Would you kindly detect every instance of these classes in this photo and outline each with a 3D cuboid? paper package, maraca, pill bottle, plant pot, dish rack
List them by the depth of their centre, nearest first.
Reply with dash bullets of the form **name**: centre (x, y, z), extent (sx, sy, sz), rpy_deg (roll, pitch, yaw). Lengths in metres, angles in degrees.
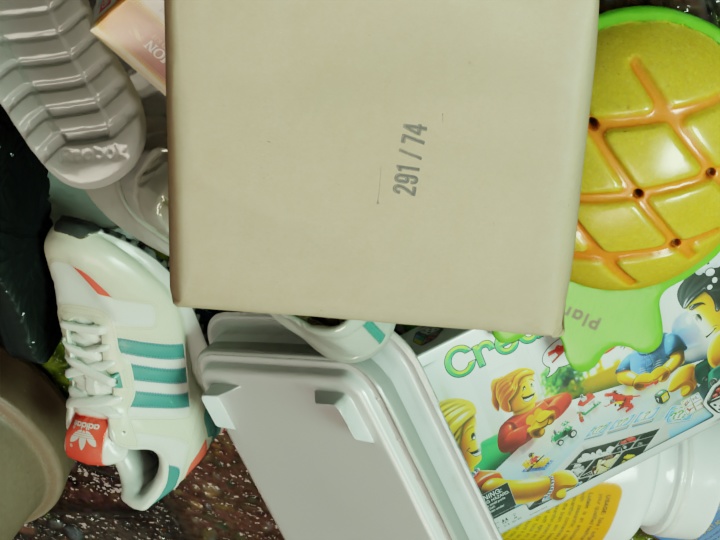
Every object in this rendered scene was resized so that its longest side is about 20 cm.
- **paper package**: centre (0.009, -0.081, 0.970), extent (0.189, 0.104, 0.201), rpy_deg (4, 127, 1)
- **maraca**: centre (0.130, -0.040, 1.099), extent (0.136, 0.107, 0.201), rpy_deg (21, 114, -3)
- **dish rack**: centre (-0.008, 0.117, 1.189), extent (0.171, 0.044, 0.201), rpy_deg (0, 124, 47)
- **pill bottle**: centre (0.110, 0.108, 1.283), extent (0.198, 0.112, 0.111), rpy_deg (9, 143, -14)
- **plant pot**: centre (-0.311, 0.154, 1.457), extent (0.198, 0.176, 0.201), rpy_deg (11, 140, 9)

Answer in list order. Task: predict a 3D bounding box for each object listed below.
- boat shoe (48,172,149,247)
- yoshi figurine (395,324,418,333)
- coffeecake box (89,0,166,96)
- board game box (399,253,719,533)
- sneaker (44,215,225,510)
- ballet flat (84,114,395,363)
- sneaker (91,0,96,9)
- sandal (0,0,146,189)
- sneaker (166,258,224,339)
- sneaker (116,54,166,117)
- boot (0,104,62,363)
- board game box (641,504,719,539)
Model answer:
- **boat shoe**: centre (-0.213, -0.054, 1.256), extent (0.198, 0.075, 0.069), rpy_deg (10, 146, 10)
- **yoshi figurine**: centre (0.003, -0.004, 1.214), extent (0.198, 0.113, 0.113), rpy_deg (18, 135, -5)
- **coffeecake box**: centre (-0.007, -0.144, 1.036), extent (0.199, 0.073, 0.153), rpy_deg (-36, 120, 25)
- **board game box**: centre (0.120, 0.056, 1.187), extent (0.199, 0.035, 0.127), rpy_deg (-26, 117, -6)
- **sneaker**: centre (-0.137, 0.059, 1.224), extent (0.070, 0.094, 0.201), rpy_deg (16, 148, 31)
- **ballet flat**: centre (-0.066, -0.025, 1.096), extent (0.199, 0.069, 0.070), rpy_deg (35, 143, 14)
- **sneaker**: centre (-0.206, -0.154, 1.129), extent (0.198, 0.082, 0.077), rpy_deg (11, 141, 7)
- **sandal**: centre (-0.168, -0.135, 1.077), extent (0.082, 0.050, 0.204), rpy_deg (-20, 91, 6)
- **sneaker**: centre (-0.116, 0.056, 1.341), extent (0.075, 0.085, 0.200), rpy_deg (28, 139, -13)
- **sneaker**: centre (-0.103, -0.090, 1.179), extent (0.199, 0.076, 0.088), rpy_deg (-24, 131, 36)
- **boot**: centre (-0.256, -0.030, 1.194), extent (0.167, 0.077, 0.201), rpy_deg (13, 146, 12)
- **board game box**: centre (0.274, 0.138, 1.347), extent (0.102, 0.020, 0.200), rpy_deg (28, 140, -15)
